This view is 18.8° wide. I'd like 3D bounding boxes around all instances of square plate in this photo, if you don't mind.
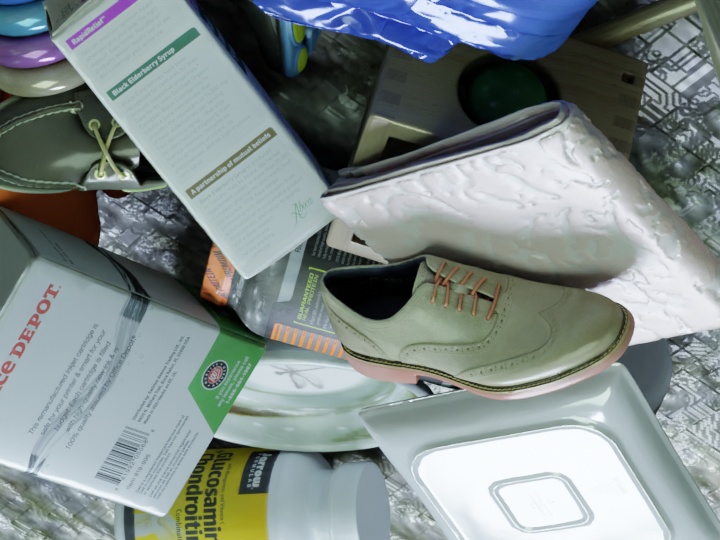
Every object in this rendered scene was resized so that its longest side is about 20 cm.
[{"bbox_3d":[0.125,0.149,1.489,0.198,0.028,0.200,-12,132,27],"label":"square plate"}]

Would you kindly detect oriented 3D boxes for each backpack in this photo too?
[{"bbox_3d":[0.045,-0.205,1.212,0.200,0.163,0.168,11,149,-15],"label":"backpack"}]

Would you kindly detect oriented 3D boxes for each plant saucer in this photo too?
[{"bbox_3d":[-0.043,0.080,1.592,0.200,0.050,0.200,2,158,1],"label":"plant saucer"}]

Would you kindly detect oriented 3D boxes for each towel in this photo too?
[{"bbox_3d":[0.106,-0.017,1.301,0.191,0.032,0.200,-14,137,41],"label":"towel"}]

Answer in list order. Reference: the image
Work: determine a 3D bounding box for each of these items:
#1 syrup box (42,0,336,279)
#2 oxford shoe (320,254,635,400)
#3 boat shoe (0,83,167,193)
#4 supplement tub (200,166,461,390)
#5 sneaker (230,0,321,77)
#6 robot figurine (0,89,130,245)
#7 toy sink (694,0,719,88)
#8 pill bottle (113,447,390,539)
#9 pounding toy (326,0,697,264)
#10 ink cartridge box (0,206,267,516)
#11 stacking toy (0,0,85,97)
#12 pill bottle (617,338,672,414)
[{"bbox_3d":[-0.102,-0.101,1.323,0.081,0.079,0.200,-36,114,2],"label":"syrup box"},{"bbox_3d":[0.064,0.029,1.299,0.200,0.071,0.074,-3,140,29],"label":"oxford shoe"},{"bbox_3d":[-0.149,-0.086,1.389,0.202,0.060,0.072,-9,105,-25],"label":"boat shoe"},{"bbox_3d":[0.000,0.000,1.466,0.200,0.123,0.123,16,138,-2],"label":"supplement tub"},{"bbox_3d":[-0.080,-0.205,1.313,0.083,0.071,0.200,-7,129,31],"label":"sneaker"},{"bbox_3d":[-0.239,-0.057,1.475,0.117,0.144,0.200,23,142,21],"label":"robot figurine"},{"bbox_3d":[0.272,-0.088,1.226,0.112,0.200,0.130,-19,130,8],"label":"toy sink"},{"bbox_3d":[-0.083,0.194,1.705,0.200,0.112,0.112,-5,135,20],"label":"pill bottle"},{"bbox_3d":[0.098,-0.094,1.350,0.184,0.142,0.200,17,149,-2],"label":"pounding toy"},{"bbox_3d":[-0.186,0.062,1.445,0.200,0.083,0.147,25,101,-40],"label":"ink cartridge box"},{"bbox_3d":[-0.214,-0.208,1.332,0.085,0.085,0.200,-1,130,17],"label":"stacking toy"},{"bbox_3d":[0.140,0.113,1.555,0.116,0.116,0.200,16,139,-2],"label":"pill bottle"}]
